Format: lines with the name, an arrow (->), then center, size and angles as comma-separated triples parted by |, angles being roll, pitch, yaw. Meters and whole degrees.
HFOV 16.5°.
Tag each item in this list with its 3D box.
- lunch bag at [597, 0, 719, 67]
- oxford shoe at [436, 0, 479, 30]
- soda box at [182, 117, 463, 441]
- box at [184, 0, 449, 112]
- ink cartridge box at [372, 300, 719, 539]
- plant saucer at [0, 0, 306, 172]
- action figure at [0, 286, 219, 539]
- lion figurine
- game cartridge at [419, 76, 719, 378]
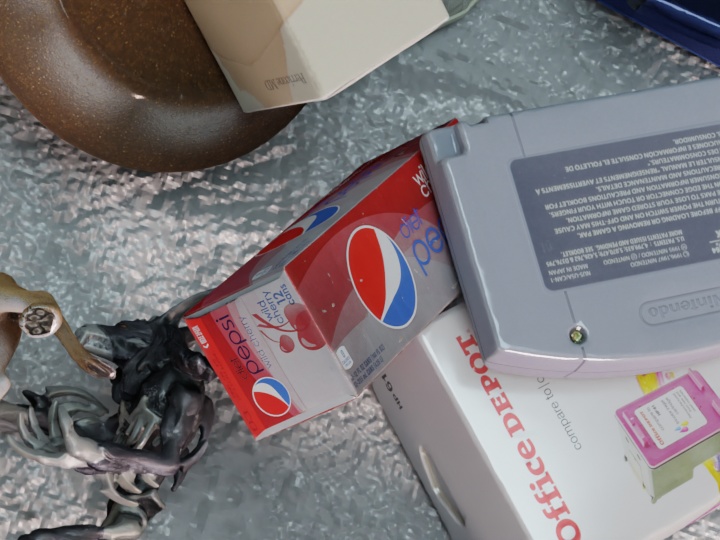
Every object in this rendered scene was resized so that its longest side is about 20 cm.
lunch bag -> 0.204, -0.178, 1.287 | 0.199, 0.136, 0.133 | 25, 68, -7
oxford shoe -> 0.017, -0.154, 1.269 | 0.200, 0.058, 0.075 | -37, 84, -24
soda box -> 0.000, 0.000, 1.156 | 0.070, 0.063, 0.200 | 60, 33, -8
box -> -0.051, -0.178, 1.112 | 0.078, 0.095, 0.201 | -33, 102, -24
ink cartridge box -> 0.127, 0.061, 1.218 | 0.199, 0.085, 0.145 | -27, 82, -21
plant saucer -> -0.087, -0.147, 1.165 | 0.199, 0.037, 0.202 | 1, 88, -28
action figure -> -0.126, 0.088, 1.121 | 0.102, 0.119, 0.201 | 25, 74, -17
lion figurine -> -0.212, 0.029, 1.107 | 0.199, 0.123, 0.073 | 2, 107, -9
game cartridge -> 0.136, -0.019, 1.183 | 0.199, 0.042, 0.134 | -10, 79, -20
